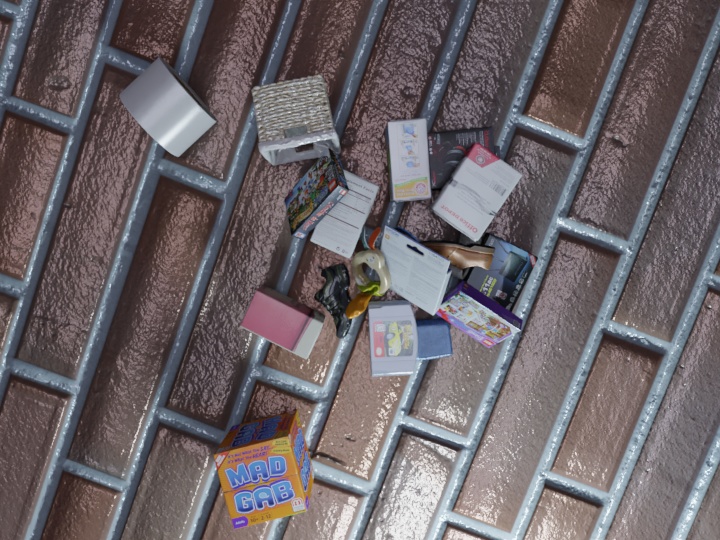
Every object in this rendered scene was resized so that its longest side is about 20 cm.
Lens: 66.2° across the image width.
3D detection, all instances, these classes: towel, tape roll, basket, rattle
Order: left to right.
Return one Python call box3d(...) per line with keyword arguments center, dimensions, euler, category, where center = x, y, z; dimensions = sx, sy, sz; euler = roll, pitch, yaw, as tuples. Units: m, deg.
box3d(center=(-0.483, -0.411, 1.396), dimensions=(0.139, 0.203, 0.203), euler=(-40, 94, 2), category="tape roll")
box3d(center=(-0.161, -0.375, 1.406), dimensions=(0.195, 0.200, 0.163), euler=(-10, 89, 0), category="basket")
box3d(center=(0.000, 0.000, 1.423), dimensions=(0.142, 0.202, 0.130), euler=(-26, 54, -24), category="rattle")
box3d(center=(0.151, 0.194, 1.526), dimensions=(0.197, 0.049, 0.114), euler=(-6, 91, 2), category="towel")

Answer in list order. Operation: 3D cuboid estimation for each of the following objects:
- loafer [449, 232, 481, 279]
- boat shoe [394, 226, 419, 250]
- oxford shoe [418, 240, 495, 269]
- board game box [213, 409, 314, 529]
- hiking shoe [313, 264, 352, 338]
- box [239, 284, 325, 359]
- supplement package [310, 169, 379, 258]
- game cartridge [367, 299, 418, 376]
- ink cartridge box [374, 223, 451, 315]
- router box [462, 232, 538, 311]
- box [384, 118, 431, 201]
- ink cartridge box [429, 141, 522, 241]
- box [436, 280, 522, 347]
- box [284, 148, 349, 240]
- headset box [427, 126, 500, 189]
box3d(center=(0.299, -0.071, 1.486), dimensions=(0.069, 0.070, 0.202), euler=(15, 103, -45), category="loafer")
box3d(center=(0.146, -0.027, 1.485), dimensions=(0.069, 0.084, 0.200), euler=(-43, 92, -20), category="boat shoe")
box3d(center=(0.244, -0.040, 1.430), dimensions=(0.197, 0.071, 0.072), euler=(11, 103, 12), category="oxford shoe")
box3d(center=(-0.249, 0.523, 1.477), dimensions=(0.197, 0.200, 0.203), euler=(-14, 94, 1), category="board game box")
box3d(center=(-0.075, 0.086, 1.512), dimensions=(0.099, 0.076, 0.203), euler=(-3, 86, 8), category="hiking shoe")
box3d(center=(-0.204, 0.135, 1.480), dimensions=(0.198, 0.128, 0.110), euler=(26, 94, -3), category="box")
box3d(center=(-0.040, -0.150, 1.461), dimensions=(0.116, 0.117, 0.202), euler=(23, 94, 0), category="supplement package")
box3d(center=(0.089, 0.182, 1.487), dimensions=(0.131, 0.041, 0.203), euler=(-3, 90, -3), category="game cartridge")
box3d(center=(0.136, -0.007, 1.424), dimensions=(0.195, 0.043, 0.202), euler=(31, 136, 20), category="ink cartridge box")
box3d(center=(0.369, 0.018, 1.504), dimensions=(0.148, 0.062, 0.202), euler=(25, 94, -1), category="router box")
box3d(center=(0.124, -0.285, 1.452), dimensions=(0.100, 0.113, 0.203), euler=(-5, 95, -1), category="box")
box3d(center=(0.287, -0.197, 1.401), dimensions=(0.144, 0.083, 0.201), euler=(34, 96, -4), category="ink cartridge box")
box3d(center=(0.310, 0.120, 1.470), dimensions=(0.199, 0.137, 0.039), euler=(33, 53, -10), category="box")
box3d(center=(-0.117, -0.194, 1.415), dimensions=(0.037, 0.138, 0.200), euler=(20, 131, -38), category="box")
box3d(center=(0.273, -0.297, 1.470), dimensions=(0.197, 0.075, 0.151), euler=(-5, 95, 0), category="headset box")
